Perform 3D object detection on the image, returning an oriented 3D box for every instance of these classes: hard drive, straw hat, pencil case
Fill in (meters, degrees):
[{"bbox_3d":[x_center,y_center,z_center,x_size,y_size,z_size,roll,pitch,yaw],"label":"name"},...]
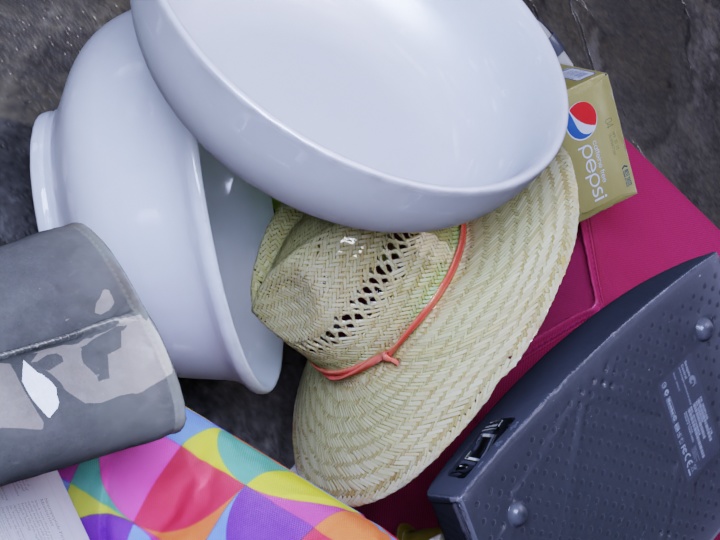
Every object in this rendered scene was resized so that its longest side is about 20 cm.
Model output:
[{"bbox_3d":[0.114,0.092,0.947,0.200,0.042,0.135,-39,120,-34],"label":"hard drive"},{"bbox_3d":[0.000,0.000,0.922,0.085,0.201,0.201,32,33,-26],"label":"straw hat"},{"bbox_3d":[-0.052,0.114,0.823,0.200,0.089,0.088,29,12,28],"label":"pencil case"}]

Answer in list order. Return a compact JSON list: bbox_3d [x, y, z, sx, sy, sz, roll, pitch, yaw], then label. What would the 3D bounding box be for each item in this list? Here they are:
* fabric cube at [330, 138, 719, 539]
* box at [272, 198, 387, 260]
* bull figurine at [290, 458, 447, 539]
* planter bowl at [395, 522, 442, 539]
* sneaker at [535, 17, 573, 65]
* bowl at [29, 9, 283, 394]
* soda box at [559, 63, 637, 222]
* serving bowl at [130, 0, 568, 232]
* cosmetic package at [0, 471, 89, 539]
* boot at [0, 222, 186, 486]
[{"bbox_3d":[0.107,0.055,1.139,0.199,0.200,0.197,41,30,-30],"label":"fabric cube"},{"bbox_3d":[-0.040,-0.091,1.097,0.200,0.047,0.122,-120,-164,-59],"label":"box"},{"bbox_3d":[-0.019,0.156,0.909,0.200,0.121,0.065,-66,141,-54],"label":"bull figurine"},{"bbox_3d":[0.098,0.201,1.016,0.201,0.083,0.200,63,6,-13],"label":"planter bowl"},{"bbox_3d":[0.078,-0.128,1.368,0.077,0.146,0.203,44,26,-21],"label":"sneaker"},{"bbox_3d":[-0.100,-0.035,0.961,0.201,0.090,0.202,-9,90,-85],"label":"bowl"},{"bbox_3d":[0.056,-0.074,1.066,0.200,0.064,0.068,23,-45,60],"label":"soda box"},{"bbox_3d":[-0.013,-0.087,0.869,0.199,0.066,0.201,20,41,-18],"label":"serving bowl"},{"bbox_3d":[-0.160,0.091,0.792,0.082,0.051,0.201,-4,63,-57],"label":"cosmetic package"},{"bbox_3d":[-0.153,0.075,0.717,0.199,0.073,0.182,-8,65,-38],"label":"boot"}]
